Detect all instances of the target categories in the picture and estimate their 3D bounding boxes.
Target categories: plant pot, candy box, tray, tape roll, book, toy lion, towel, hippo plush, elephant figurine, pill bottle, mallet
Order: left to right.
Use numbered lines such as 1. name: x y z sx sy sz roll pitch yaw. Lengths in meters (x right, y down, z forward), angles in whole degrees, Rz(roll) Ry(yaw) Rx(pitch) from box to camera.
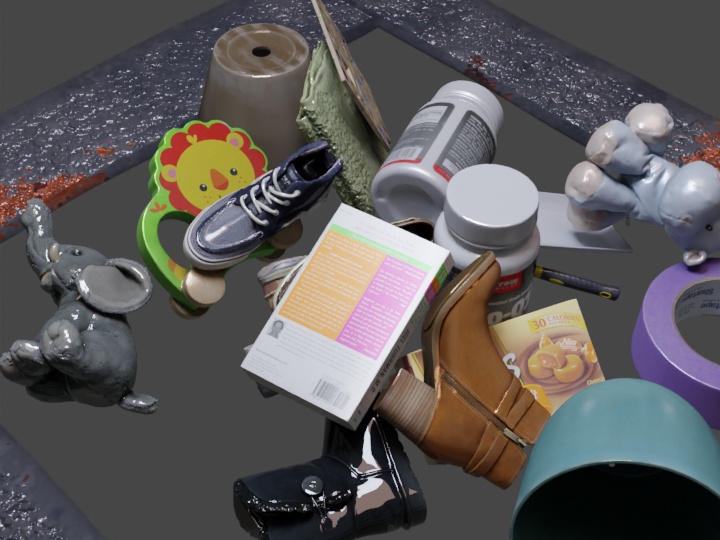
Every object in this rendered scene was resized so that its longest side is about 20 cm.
1. elephant figurine: -0.289 0.035 1.181 0.141 0.155 0.200 -7 51 22
2. toy lion: -0.177 -0.072 1.280 0.200 0.069 0.192 -39 91 -32
3. plant pot: -0.121 -0.208 1.404 0.199 0.174 0.200 1 44 -1
4. towel: -0.019 -0.166 1.356 0.036 0.200 0.149 -10 42 22
5. book: -0.011 0.044 1.110 0.133 0.048 0.200 23 70 28
6. pill bottle: 0.101 -0.138 1.373 0.114 0.114 0.200 18 48 15
7. pill bottle: 0.132 -0.007 1.196 0.114 0.200 0.114 1 46 -1
8. candy box: 0.147 0.114 1.145 0.199 0.055 0.116 -17 83 -17
9. mallet: 0.202 0.007 1.307 0.199 0.066 0.041 21 48 -2
10. tray: 0.226 -0.054 1.325 0.200 0.022 0.107 3 39 -36
11. plant pot: 0.243 0.195 1.017 0.200 0.201 0.161 10 34 7
12. hippo plush: 0.339 -0.070 1.271 0.159 0.200 0.161 -38 51 -3
13. tape roll: 0.403 0.078 1.218 0.199 0.066 0.200 1 45 -1

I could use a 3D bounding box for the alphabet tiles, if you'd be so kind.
1. alphabet tiles: -0.010 -0.243 1.373 0.008 0.200 0.168 -24 60 9

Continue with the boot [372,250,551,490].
1. boot: 0.123 0.097 1.077 0.154 0.074 0.200 32 85 -4

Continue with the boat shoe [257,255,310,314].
1. boat shoe: -0.018 0.016 1.270 0.199 0.076 0.072 -10 80 -19

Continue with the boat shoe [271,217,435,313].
1. boat shoe: -0.003 -0.006 1.200 0.202 0.075 0.075 -32 90 -22

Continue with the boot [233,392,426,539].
1. boot: -0.047 0.186 1.087 0.168 0.077 0.200 -12 53 -19

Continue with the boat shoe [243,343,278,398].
1. boat shoe: -0.027 0.088 1.213 0.199 0.073 0.063 -14 90 -22

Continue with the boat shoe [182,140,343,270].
1. boat shoe: -0.106 -0.078 1.226 0.200 0.093 0.075 -37 82 -32
